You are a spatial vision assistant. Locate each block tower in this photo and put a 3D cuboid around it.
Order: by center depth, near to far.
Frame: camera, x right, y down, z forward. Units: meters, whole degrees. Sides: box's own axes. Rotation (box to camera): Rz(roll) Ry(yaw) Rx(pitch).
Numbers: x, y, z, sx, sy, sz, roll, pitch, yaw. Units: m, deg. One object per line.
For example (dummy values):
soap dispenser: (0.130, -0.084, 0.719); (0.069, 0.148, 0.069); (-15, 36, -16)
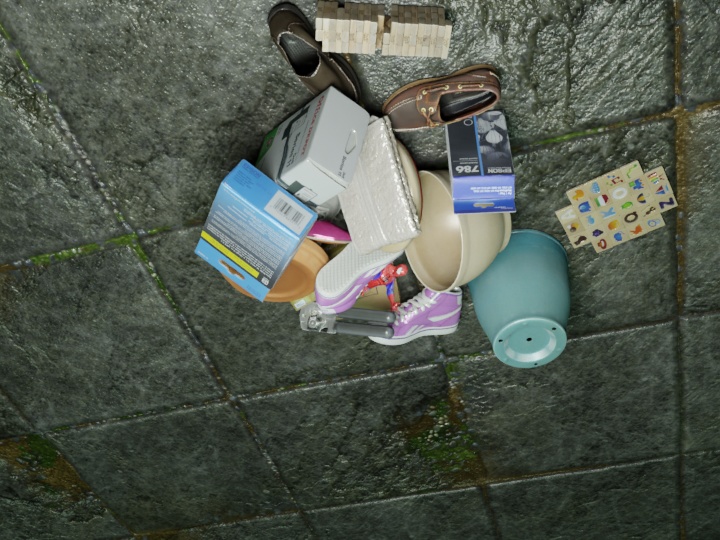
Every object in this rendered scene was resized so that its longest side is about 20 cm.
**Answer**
block tower: (0.033, -0.353, 1.246); (0.194, 0.059, 0.055); (4, 135, -1)

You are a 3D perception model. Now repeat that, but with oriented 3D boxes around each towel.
towel: (0.018, -0.135, 1.361); (0.131, 0.034, 0.205); (-17, 91, 41)

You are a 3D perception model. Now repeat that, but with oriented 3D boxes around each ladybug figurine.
ladybug figurine: (0.049, -0.133, 1.406); (0.133, 0.071, 0.205); (-1, 101, 39)

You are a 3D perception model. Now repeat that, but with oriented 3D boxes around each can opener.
can opener: (-0.022, 0.094, 1.581); (0.195, 0.055, 0.067); (5, 174, 24)

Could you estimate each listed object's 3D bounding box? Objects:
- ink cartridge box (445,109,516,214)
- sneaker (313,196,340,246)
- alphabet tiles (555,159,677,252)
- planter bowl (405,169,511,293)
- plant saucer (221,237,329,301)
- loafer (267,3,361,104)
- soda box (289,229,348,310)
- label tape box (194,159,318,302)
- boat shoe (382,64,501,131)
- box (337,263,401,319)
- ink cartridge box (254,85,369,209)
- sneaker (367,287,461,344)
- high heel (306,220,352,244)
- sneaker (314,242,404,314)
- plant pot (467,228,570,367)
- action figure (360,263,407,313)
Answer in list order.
ink cartridge box: (0.185, -0.172, 1.319); (0.097, 0.203, 0.040); (-3, 139, 2)
sneaker: (-0.082, -0.075, 1.492); (0.074, 0.093, 0.202); (17, 132, -15)
alphabet tiles: (0.455, -0.110, 1.515); (0.197, 0.006, 0.167); (-24, 130, 21)
planter bowl: (0.170, -0.076, 1.438); (0.132, 0.202, 0.203); (-12, 140, -25)
plant saucer: (-0.149, 0.000, 1.448); (0.194, 0.038, 0.202); (3, 149, 2)
loafer: (-0.072, -0.303, 1.282); (0.072, 0.072, 0.200); (-29, 127, 26)
soda box: (-0.051, -0.011, 1.549); (0.197, 0.068, 0.065); (-29, 113, 18)
label tape box: (-0.166, -0.058, 1.320); (0.143, 0.064, 0.200); (36, 144, -2)
boat shoe: (0.124, -0.261, 1.326); (0.196, 0.071, 0.071); (-19, 133, 20)
box: (-0.024, 0.031, 1.645); (0.195, 0.022, 0.166); (-8, 133, 7)
ink cartridge box: (-0.086, -0.172, 1.318); (0.082, 0.149, 0.198); (31, 147, -26)
sneaker: (0.103, 0.068, 1.620); (0.196, 0.073, 0.116); (-11, 131, -24)
high heel: (-0.097, -0.106, 1.430); (0.196, 0.098, 0.067); (15, 179, 22)
sneaker: (-0.001, 0.000, 1.471); (0.198, 0.073, 0.115); (-33, 156, -20)
plant pot: (0.296, 0.064, 1.558); (0.194, 0.191, 0.203); (1, 136, 1)
action figure: (0.000, 0.045, 1.578); (0.196, 0.100, 0.066); (-22, 132, 17)
